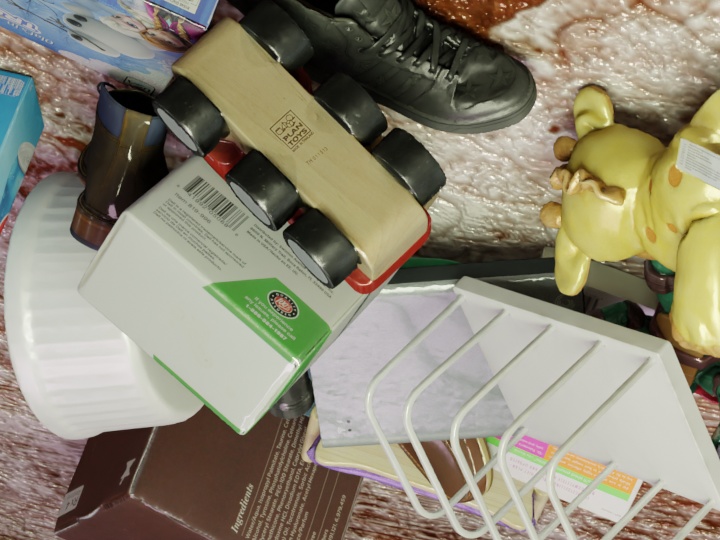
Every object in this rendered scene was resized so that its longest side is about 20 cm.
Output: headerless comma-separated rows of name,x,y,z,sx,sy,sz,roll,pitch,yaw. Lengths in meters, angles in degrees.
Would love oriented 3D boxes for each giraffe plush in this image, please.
giraffe plush,0.195,-0.035,1.428,0.162,0.173,0.200,8,154,49

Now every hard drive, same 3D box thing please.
hard drive,0.063,0.058,1.635,0.199,0.033,0.140,-4,124,5

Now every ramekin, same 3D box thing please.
ramekin,-0.175,0.024,1.705,0.097,0.201,0.201,-2,146,22

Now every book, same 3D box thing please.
book,0.166,0.085,1.691,0.133,0.048,0.201,20,131,1

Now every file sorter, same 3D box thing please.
file sorter,0.117,0.113,1.512,0.200,0.124,0.139,19,143,50

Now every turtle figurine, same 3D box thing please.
turtle figurine,0.214,0.052,1.569,0.149,0.101,0.201,26,144,17

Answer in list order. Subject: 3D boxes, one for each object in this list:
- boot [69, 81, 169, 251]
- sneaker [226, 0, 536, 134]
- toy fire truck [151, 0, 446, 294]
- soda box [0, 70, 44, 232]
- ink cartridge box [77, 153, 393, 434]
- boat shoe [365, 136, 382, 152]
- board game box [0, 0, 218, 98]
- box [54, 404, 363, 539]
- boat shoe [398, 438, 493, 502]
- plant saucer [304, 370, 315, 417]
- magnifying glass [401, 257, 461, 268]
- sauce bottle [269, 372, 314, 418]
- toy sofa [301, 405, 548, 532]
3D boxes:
boot,-0.151,-0.090,1.568,0.074,0.200,0.097,15,112,-9
sneaker,0.010,-0.149,1.421,0.199,0.060,0.104,16,156,17
toy fire truck,-0.023,-0.066,1.435,0.176,0.129,0.200,44,169,12
soda box,-0.291,-0.047,1.638,0.064,0.201,0.068,14,152,9
ink cartridge box,-0.065,-0.010,1.484,0.146,0.200,0.083,41,129,4
boat shoe,-0.047,-0.043,1.632,0.199,0.072,0.065,-9,141,39
board game box,-0.196,-0.186,1.451,0.199,0.044,0.199,24,168,-9
box,-0.124,0.183,1.978,0.199,0.165,0.166,31,151,-20
boat shoe,0.025,0.094,1.731,0.201,0.067,0.072,58,140,3
plant saucer,0.004,0.083,1.869,0.199,0.028,0.201,15,151,9
magnifying glass,0.000,0.000,1.655,0.199,0.023,0.079,8,163,-40
sauce bottle,-0.068,0.035,1.756,0.064,0.065,0.201,10,139,16
toy sofa,0.054,0.151,1.830,0.199,0.098,0.083,18,152,1
